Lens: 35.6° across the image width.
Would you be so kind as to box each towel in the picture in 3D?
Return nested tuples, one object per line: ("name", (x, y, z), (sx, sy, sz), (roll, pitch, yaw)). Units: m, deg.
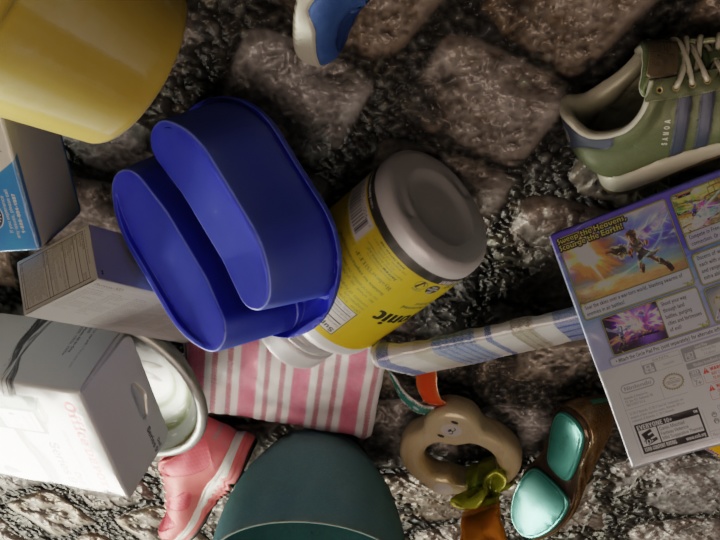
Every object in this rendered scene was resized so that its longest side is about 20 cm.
("towel", (-0.077, 0.105, 1.093), (0.197, 0.030, 0.148), (9, 136, 3))
("towel", (0.116, 0.057, 0.953), (0.197, 0.024, 0.147), (-14, 168, 16))

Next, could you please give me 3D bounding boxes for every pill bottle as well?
("pill bottle", (0.000, 0.000, 0.920), (0.111, 0.112, 0.199), (34, 131, -22))

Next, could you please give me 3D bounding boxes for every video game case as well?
("video game case", (0.258, 0.025, 0.797), (0.198, 0.045, 0.184), (-21, 87, 28))

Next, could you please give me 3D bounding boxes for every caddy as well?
("caddy", (-0.097, -0.037, 0.865), (0.141, 0.104, 0.201), (-39, 79, 38))

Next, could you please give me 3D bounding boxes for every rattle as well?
("rattle", (0.079, 0.192, 1.081), (0.129, 0.144, 0.201), (9, 145, 28))

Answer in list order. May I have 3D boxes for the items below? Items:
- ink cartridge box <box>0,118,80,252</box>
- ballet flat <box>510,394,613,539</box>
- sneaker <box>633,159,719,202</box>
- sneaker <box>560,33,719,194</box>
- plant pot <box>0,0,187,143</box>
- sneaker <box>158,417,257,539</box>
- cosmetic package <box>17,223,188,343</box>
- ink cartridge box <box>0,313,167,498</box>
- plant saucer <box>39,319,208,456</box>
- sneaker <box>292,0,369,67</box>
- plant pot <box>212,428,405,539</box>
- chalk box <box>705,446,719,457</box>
("ink cartridge box", (-0.343, -0.090, 0.887), (0.197, 0.085, 0.146), (-3, 115, 15))
("ballet flat", (0.206, 0.191, 1.105), (0.072, 0.068, 0.202), (-23, 141, -32))
("sneaker", (0.238, -0.048, 0.871), (0.199, 0.067, 0.090), (-21, 110, 37))
("sneaker", (0.227, -0.126, 0.771), (0.199, 0.068, 0.090), (-28, 130, 35))
("plant pot", (-0.225, -0.184, 0.737), (0.200, 0.203, 0.188), (-30, 139, 34))
("sneaker", (-0.185, 0.220, 1.215), (0.086, 0.074, 0.201), (33, 127, -5))
("cosmetic package", (-0.184, 0.015, 0.940), (0.082, 0.051, 0.199), (-21, 161, 25))
("ink cartridge box", (-0.298, 0.122, 1.045), (0.197, 0.084, 0.147), (5, 131, 23))
("plant saucer", (-0.230, 0.097, 1.086), (0.197, 0.050, 0.202), (14, 134, 14))
("sneaker", (0.027, -0.206, 0.734), (0.110, 0.077, 0.201), (22, 128, 2))
("plant pot", (-0.049, 0.244, 1.145), (0.197, 0.136, 0.201), (2, 140, 1))
("chalk box", (0.331, 0.046, 0.895), (0.123, 0.126, 0.200), (27, 134, -16))
